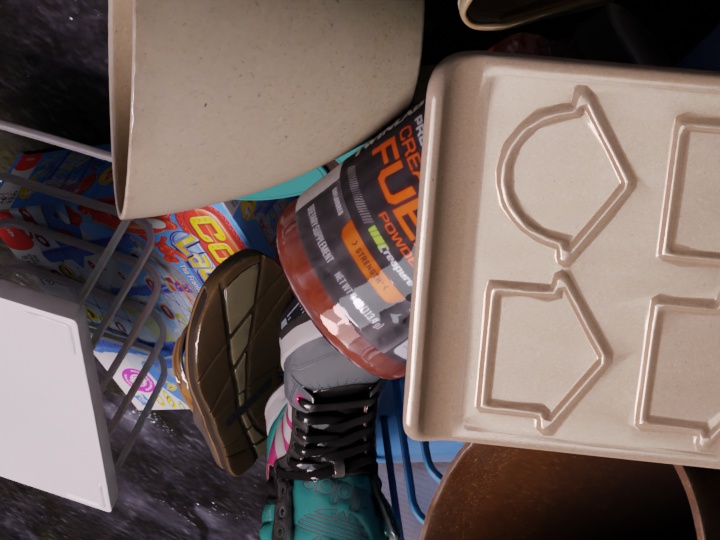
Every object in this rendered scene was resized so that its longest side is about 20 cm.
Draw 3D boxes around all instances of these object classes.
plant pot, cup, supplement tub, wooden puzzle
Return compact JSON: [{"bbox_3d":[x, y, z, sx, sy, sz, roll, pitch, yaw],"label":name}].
[{"bbox_3d":[0.163,0.171,0.935,0.199,0.188,0.186,17,156,-40],"label":"plant pot"},{"bbox_3d":[-0.048,-0.126,0.886,0.142,0.201,0.201,0,145,-12],"label":"cup"},{"bbox_3d":[0.062,-0.041,0.864,0.200,0.107,0.107,-37,114,21],"label":"supplement tub"},{"bbox_3d":[0.123,-0.004,0.792,0.199,0.046,0.186,4,115,0],"label":"wooden puzzle"}]

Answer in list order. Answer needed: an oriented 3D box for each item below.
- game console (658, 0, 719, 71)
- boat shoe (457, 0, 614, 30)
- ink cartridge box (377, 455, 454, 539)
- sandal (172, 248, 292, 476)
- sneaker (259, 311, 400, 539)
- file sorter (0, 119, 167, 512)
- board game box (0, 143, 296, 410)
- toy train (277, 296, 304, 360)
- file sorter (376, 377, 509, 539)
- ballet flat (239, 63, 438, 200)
[{"bbox_3d":[0.181,-0.035,0.848,0.200,0.031,0.177,-45,67,38],"label":"game console"},{"bbox_3d":[0.131,-0.156,0.818,0.200,0.063,0.073,-19,124,44],"label":"boat shoe"},{"bbox_3d":[0.035,0.182,1.172,0.147,0.200,0.076,21,144,8],"label":"ink cartridge box"},{"bbox_3d":[-0.083,0.055,1.119,0.055,0.082,0.200,37,156,24],"label":"sandal"},{"bbox_3d":[-0.016,0.106,1.023,0.083,0.121,0.200,-3,155,-10],"label":"sneaker"},{"bbox_3d":[-0.198,0.027,1.097,0.138,0.125,0.200,17,143,12],"label":"file sorter"},{"bbox_3d":[-0.111,0.006,1.170,0.195,0.056,0.200,-4,133,36],"label":"board game box"},{"bbox_3d":[0.000,0.000,1.014,0.034,0.046,0.200,-3,153,-30],"label":"toy train"},{"bbox_3d":[0.087,0.100,1.063,0.138,0.123,0.200,-1,142,-11],"label":"file sorter"},{"bbox_3d":[-0.017,-0.081,0.996,0.199,0.070,0.070,-4,134,30],"label":"ballet flat"}]
